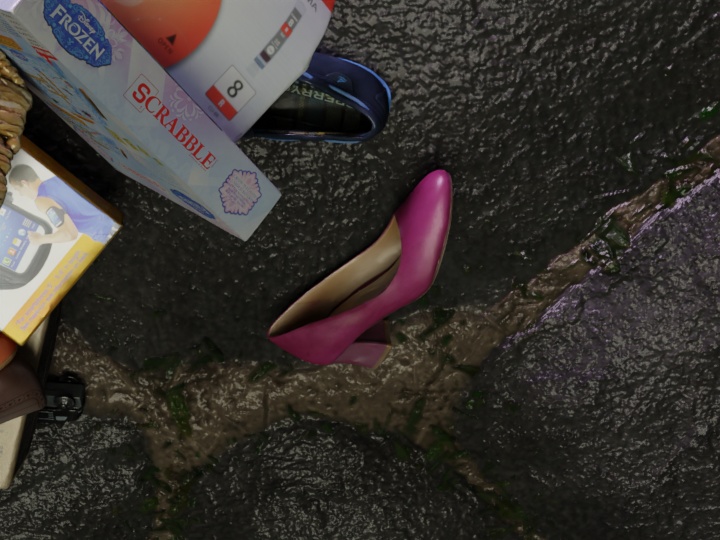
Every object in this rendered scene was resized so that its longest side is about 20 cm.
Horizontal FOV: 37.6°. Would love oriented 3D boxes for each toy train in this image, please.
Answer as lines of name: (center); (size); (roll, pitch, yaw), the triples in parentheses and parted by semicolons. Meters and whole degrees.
toy train: (-0.337, 0.108, 0.911); (0.198, 0.034, 0.046); (5, 132, -2)

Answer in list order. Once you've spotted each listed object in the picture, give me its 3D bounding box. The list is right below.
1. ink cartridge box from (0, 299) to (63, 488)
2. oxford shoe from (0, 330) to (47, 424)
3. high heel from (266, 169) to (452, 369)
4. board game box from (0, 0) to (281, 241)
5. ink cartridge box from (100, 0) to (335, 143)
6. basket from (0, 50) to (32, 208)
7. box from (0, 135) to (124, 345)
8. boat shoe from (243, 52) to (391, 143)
ink cartridge box: (-0.351, 0.065, 0.839); (0.199, 0.075, 0.166); (16, 100, -6)
oxford shoe: (-0.327, 0.126, 0.782); (0.199, 0.071, 0.073); (-31, 109, 4)
high heel: (0.000, 0.000, 0.816); (0.095, 0.068, 0.201); (12, 123, -18)
board game box: (-0.168, -0.117, 0.665); (0.041, 0.200, 0.200); (-51, 130, -10)
ink cartridge box: (-0.071, -0.200, 0.656); (0.200, 0.050, 0.162); (-45, 126, -3)
basket: (-0.325, -0.099, 0.642); (0.199, 0.144, 0.148); (25, 157, -38)
box: (-0.283, -0.053, 0.749); (0.200, 0.041, 0.119); (39, 95, -21)
boat shoe: (-0.077, -0.133, 0.746); (0.198, 0.069, 0.085); (3, 119, 0)
